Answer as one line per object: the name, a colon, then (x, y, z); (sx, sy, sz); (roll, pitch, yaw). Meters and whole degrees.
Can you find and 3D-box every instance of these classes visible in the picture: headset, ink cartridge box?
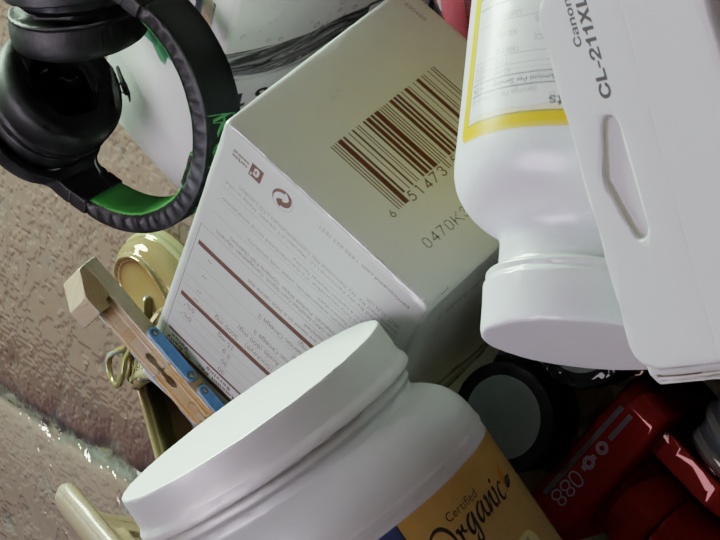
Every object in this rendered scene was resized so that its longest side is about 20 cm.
headset: (-0.127, -0.105, 1.250); (0.200, 0.094, 0.124); (38, 133, 19)
ink cartridge box: (0.177, -0.059, 0.962); (0.083, 0.200, 0.146); (-9, 99, 56)
ink cartridge box: (-0.026, -0.144, 1.260); (0.084, 0.146, 0.200); (48, 141, 30)

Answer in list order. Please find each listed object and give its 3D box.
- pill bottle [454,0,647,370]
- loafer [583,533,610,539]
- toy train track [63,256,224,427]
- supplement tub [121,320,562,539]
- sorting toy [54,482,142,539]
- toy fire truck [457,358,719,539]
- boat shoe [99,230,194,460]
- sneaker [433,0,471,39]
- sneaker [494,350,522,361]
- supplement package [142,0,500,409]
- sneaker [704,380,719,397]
pill bottle: (0.094, -0.069, 1.027); (0.112, 0.112, 0.200); (-15, 65, 56)
loafer: (0.068, 0.138, 1.338); (0.200, 0.076, 0.068); (-13, 88, 54)
toy train track: (-0.065, 0.081, 1.212); (0.200, 0.033, 0.115); (50, 150, -1)
supplement tub: (0.012, 0.135, 1.075); (0.200, 0.144, 0.144); (55, 147, -6)
sorting toy: (-0.028, 0.166, 1.231); (0.037, 0.200, 0.185); (-65, 31, 8)
toy fire truck: (0.154, 0.071, 1.092); (0.200, 0.129, 0.176); (48, 113, 19)
boat shoe: (-0.097, 0.073, 1.545); (0.073, 0.063, 0.200); (-36, 76, 56)
sneaker: (0.092, -0.142, 1.158); (0.087, 0.074, 0.200); (57, 144, 17)
sneaker: (0.076, -0.005, 1.264); (0.078, 0.075, 0.200); (50, 150, 14)
supplement package: (0.000, 0.000, 1.190); (0.117, 0.117, 0.200); (42, 148, 12)
sneaker: (0.137, 0.094, 1.204); (0.200, 0.082, 0.074); (30, 128, 45)
